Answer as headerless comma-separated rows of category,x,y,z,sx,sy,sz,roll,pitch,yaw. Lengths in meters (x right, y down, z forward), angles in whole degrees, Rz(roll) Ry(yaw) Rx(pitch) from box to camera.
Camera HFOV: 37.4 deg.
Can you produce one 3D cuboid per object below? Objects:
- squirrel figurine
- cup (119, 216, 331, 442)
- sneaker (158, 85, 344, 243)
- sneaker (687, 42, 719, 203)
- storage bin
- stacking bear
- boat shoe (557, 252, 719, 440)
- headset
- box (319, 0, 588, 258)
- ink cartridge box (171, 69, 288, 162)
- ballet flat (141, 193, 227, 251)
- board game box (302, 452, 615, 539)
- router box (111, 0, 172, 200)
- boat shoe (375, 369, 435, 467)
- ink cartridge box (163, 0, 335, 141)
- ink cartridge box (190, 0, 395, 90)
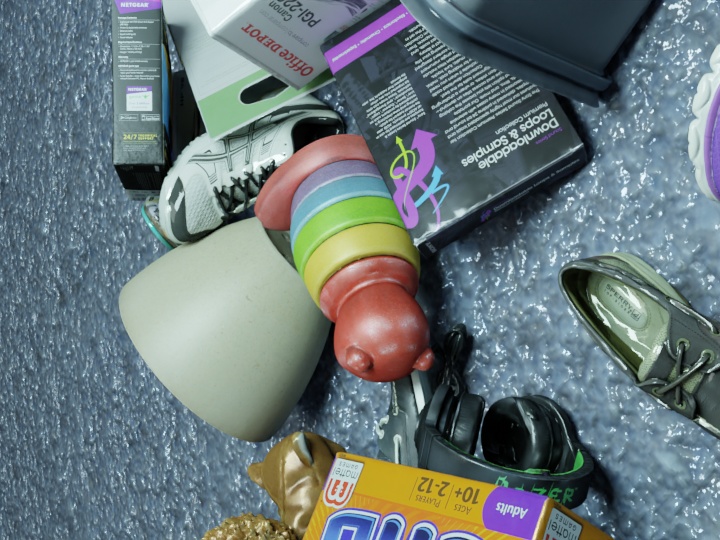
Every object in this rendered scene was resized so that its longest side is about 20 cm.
squirrel figurine,-0.049,0.235,0.897,0.141,0.197,0.190,-37,72,51
cup,-0.104,0.035,0.992,0.143,0.199,0.201,-45,54,13
sneaker,-0.096,-0.095,0.969,0.087,0.200,0.076,27,152,37
sneaker,0.254,-0.122,0.597,0.083,0.080,0.203,42,122,36
storage bin,0.115,-0.217,0.691,0.135,0.198,0.147,-50,53,25
stacking bear,0.000,0.000,0.857,0.114,0.119,0.202,-57,39,41
boat shoe,0.200,0.056,0.677,0.201,0.065,0.073,47,125,40
headset,0.095,0.108,0.780,0.200,0.121,0.096,-138,58,-71
box,0.066,-0.129,0.813,0.141,0.036,0.202,-29,62,11
ink cartridge box,-0.152,-0.153,1.122,0.198,0.066,0.118,0,91,52
ballet flat,-0.172,-0.051,1.091,0.200,0.071,0.074,78,-176,-81
board game box,0.073,0.260,0.684,0.198,0.199,0.203,-1,60,52
router box,-0.208,-0.157,1.024,0.200,0.050,0.153,149,119,-80
boat shoe,0.041,0.147,0.867,0.059,0.076,0.204,-16,73,12
ink cartridge box,-0.098,-0.214,0.994,0.143,0.048,0.202,-25,62,3
ink cartridge box,-0.024,-0.247,0.833,0.198,0.145,0.086,-32,69,18
